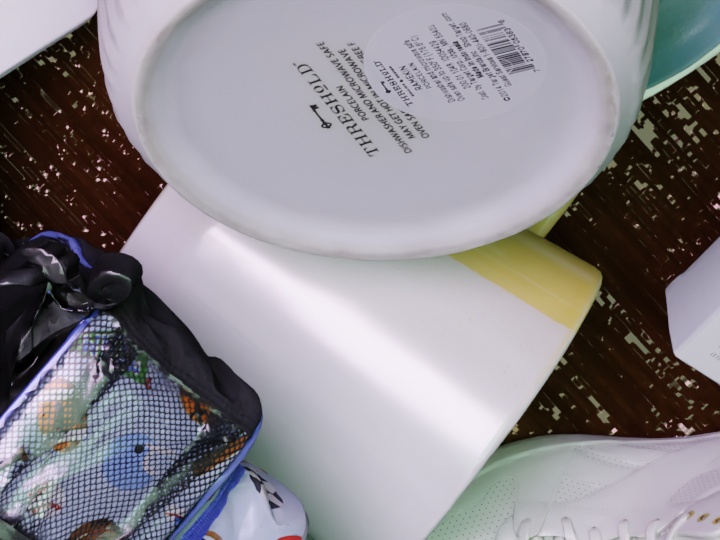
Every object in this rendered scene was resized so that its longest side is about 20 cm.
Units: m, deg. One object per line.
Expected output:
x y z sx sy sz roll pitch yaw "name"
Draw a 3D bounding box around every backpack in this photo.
-0.123 0.091 0.956 0.190 0.200 0.154 -44 100 -8 "backpack"

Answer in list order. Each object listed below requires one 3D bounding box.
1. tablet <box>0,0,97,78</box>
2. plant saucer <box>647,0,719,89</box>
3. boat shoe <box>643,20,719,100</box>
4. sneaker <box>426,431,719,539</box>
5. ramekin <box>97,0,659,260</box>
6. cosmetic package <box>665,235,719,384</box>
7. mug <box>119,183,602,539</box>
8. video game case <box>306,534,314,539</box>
-0.204 -0.139 1.044 0.130 0.014 0.200 -36 81 -25 "tablet"
0.047 -0.126 1.001 0.200 0.027 0.200 1 144 1 "plant saucer"
0.144 -0.132 1.097 0.200 0.073 0.062 -39 99 -2 "boat shoe"
0.107 0.108 1.112 0.200 0.116 0.074 -13 102 0 "sneaker"
0.005 -0.091 0.940 0.200 0.105 0.200 1 143 1 "ramekin"
0.242 0.020 1.096 0.200 0.052 0.151 31 117 -19 "cosmetic package"
-0.006 0.008 1.095 0.153 0.187 0.149 36 128 0 "mug"
-0.131 0.137 1.148 0.200 0.023 0.182 23 98 -7 "video game case"
